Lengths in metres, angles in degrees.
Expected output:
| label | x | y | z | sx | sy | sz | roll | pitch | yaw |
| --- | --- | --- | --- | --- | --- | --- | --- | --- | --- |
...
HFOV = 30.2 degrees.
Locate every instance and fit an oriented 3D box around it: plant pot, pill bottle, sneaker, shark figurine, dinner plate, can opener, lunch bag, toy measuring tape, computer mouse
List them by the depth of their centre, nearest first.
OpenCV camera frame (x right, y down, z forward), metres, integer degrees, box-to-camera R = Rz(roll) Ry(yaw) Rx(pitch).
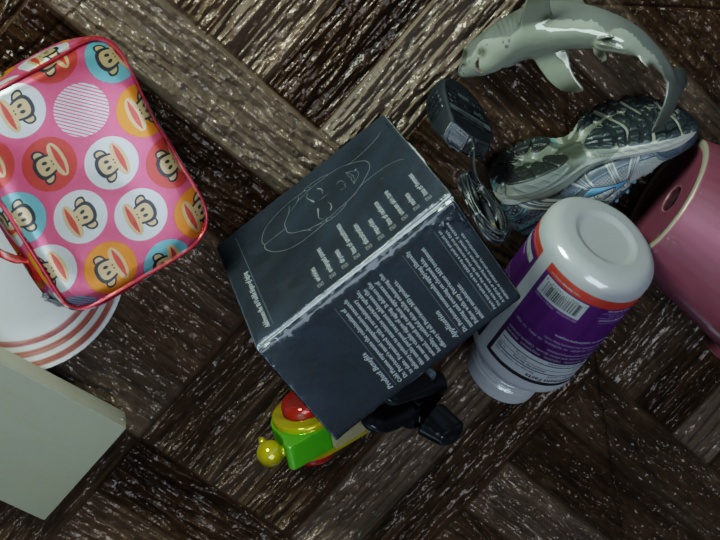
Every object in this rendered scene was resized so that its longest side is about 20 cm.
| label | x | y | z | sx | sy | sz | roll | pitch | yaw |
| --- | --- | --- | --- | --- | --- | --- | --- | --- | --- |
| lunch bag | -0.237 | -0.071 | 1.080 | 0.175 | 0.082 | 0.202 | -32 | 110 | -17 |
| computer mouse | 0.089 | -0.092 | 1.129 | 0.058 | 0.201 | 0.034 | 28 | 124 | -30 |
| dinner plate | -0.304 | -0.003 | 1.150 | 0.198 | 0.024 | 0.202 | -6 | 115 | -12 |
| shark figurine | 0.202 | -0.212 | 1.166 | 0.212 | 0.090 | 0.129 | 11 | 138 | -3 |
| can opener | 0.046 | 0.116 | 1.200 | 0.078 | 0.200 | 0.064 | 23 | 90 | 20 |
| pill bottle | 0.176 | 0.034 | 1.228 | 0.111 | 0.113 | 0.201 | 12 | 136 | -20 |
| sneaker | 0.218 | -0.095 | 1.238 | 0.198 | 0.078 | 0.087 | -18 | 130 | 1 |
| plant pot | 0.354 | -0.023 | 1.244 | 0.178 | 0.200 | 0.201 | 31 | 103 | -9 |
| toy measuring tape | -0.021 | 0.133 | 1.282 | 0.199 | 0.073 | 0.074 | -27 | 121 | -29 |

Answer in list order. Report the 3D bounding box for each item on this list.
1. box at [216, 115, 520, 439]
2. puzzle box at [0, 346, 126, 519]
| label | x | y | z | sx | sy | sz | roll | pitch | yaw |
| --- | --- | --- | --- | --- | --- | --- | --- | --- | --- |
| box | 0.000 | 0.000 | 1.137 | 0.196 | 0.200 | 0.124 | -36 | 119 | 3 |
| puzzle box | -0.327 | 0.134 | 1.188 | 0.199 | 0.026 | 0.133 | 34 | 111 | -29 |
